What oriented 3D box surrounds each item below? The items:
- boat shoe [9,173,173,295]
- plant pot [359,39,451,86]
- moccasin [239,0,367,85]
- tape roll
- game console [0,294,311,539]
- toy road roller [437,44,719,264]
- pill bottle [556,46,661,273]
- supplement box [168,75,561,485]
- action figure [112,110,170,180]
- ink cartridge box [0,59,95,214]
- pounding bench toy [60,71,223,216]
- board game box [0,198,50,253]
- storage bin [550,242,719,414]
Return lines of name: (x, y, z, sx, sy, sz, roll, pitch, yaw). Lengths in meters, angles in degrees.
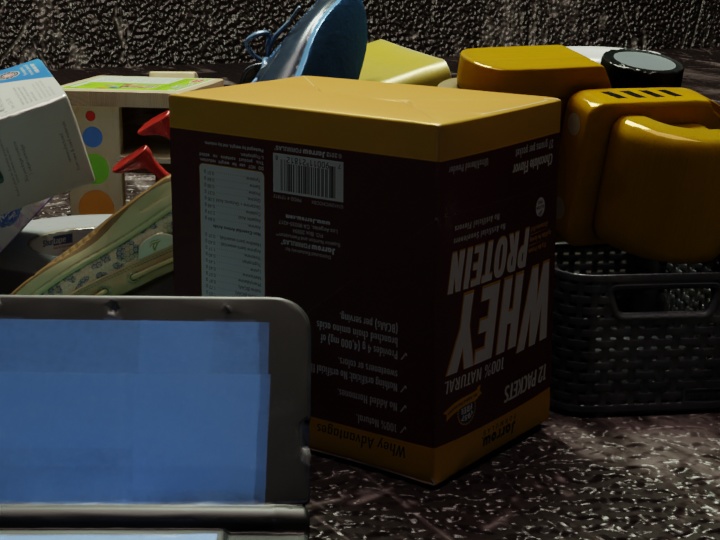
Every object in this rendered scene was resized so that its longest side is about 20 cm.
boat shoe: (-0.170, 0.014, 0.909, 0.200, 0.063, 0.073, -38, 0, 10)
plant pot: (-0.025, -0.060, 1.116, 0.176, 0.201, 0.200, -14, 17, -12)
moccasin: (-0.058, -0.128, 0.975, 0.068, 0.081, 0.200, 5, 46, 29)
tape roll: (-0.197, 0.009, 1.054, 0.199, 0.066, 0.200, 1, 13, 0)
game console: (-0.122, 0.089, 0.633, 0.199, 0.119, 0.171, 0, 14, -2)
toy road roller: (0.153, -0.068, 0.901, 0.199, 0.123, 0.146, -5, 26, -26)
pill bottle: (0.189, -0.080, 1.150, 0.112, 0.201, 0.112, 1, 14, 0)
supplement box: (0.002, -0.006, 0.843, 0.197, 0.201, 0.133, 11, 18, 35)
action figure: (-0.091, -0.021, 0.993, 0.052, 0.200, 0.066, -24, 30, 37)
ink cartridge box: (-0.295, -0.073, 0.953, 0.199, 0.067, 0.116, -21, 27, -14)
pounding bench toy: (-0.191, -0.099, 1.295, 0.124, 0.157, 0.200, 3, 14, 11)
board game box: (-0.345, -0.017, 1.007, 0.199, 0.041, 0.200, -9, 26, 20)
storage bin: (0.174, 0.022, 0.968, 0.135, 0.094, 0.200, -1, 15, -8)
